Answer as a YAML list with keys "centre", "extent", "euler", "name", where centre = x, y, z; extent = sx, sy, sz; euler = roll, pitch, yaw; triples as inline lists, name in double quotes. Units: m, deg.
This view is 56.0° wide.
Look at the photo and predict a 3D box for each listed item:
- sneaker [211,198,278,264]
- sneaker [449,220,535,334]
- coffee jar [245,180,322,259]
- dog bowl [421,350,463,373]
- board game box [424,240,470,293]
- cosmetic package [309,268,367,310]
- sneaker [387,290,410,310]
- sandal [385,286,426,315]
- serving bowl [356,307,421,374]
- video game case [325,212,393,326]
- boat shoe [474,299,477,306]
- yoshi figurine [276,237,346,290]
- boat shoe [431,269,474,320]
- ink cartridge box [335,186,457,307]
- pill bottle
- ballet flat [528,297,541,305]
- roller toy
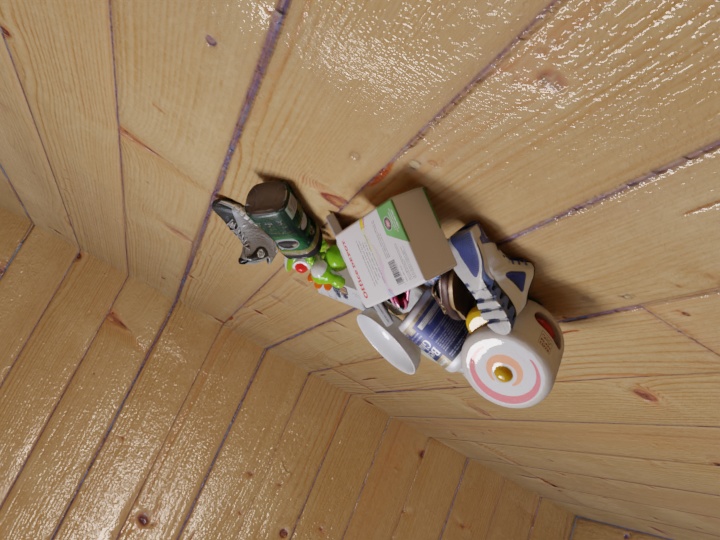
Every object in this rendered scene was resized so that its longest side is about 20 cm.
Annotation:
- centre: [-0.284, -0.080, 1.624]
  extent: [0.197, 0.118, 0.075]
  euler: [29, 162, -12]
  name: "sneaker"
- centre: [0.240, -0.003, 1.195]
  extent: [0.080, 0.114, 0.203]
  euler: [-9, 112, 56]
  name: "sneaker"
- centre: [-0.156, -0.101, 1.432]
  extent: [0.102, 0.087, 0.201]
  euler: [-4, 151, 20]
  name: "coffee jar"
- centre: [0.233, 0.185, 1.710]
  extent: [0.196, 0.080, 0.201]
  euler: [24, 162, 8]
  name: "dog bowl"
- centre: [0.182, 0.004, 1.353]
  extent: [0.150, 0.037, 0.199]
  euler: [33, 162, -19]
  name: "board game box"
- centre: [-0.023, 0.045, 1.725]
  extent: [0.196, 0.053, 0.151]
  euler: [21, 164, 14]
  name: "cosmetic package"
- centre: [0.073, 0.041, 1.370]
  extent: [0.077, 0.098, 0.201]
  euler: [-14, 158, 1]
  name: "sneaker"
- centre: [0.110, 0.056, 1.580]
  extent: [0.083, 0.050, 0.202]
  euler: [47, 156, -10]
  name: "sandal"
- centre: [0.082, 0.163, 1.686]
  extent: [0.199, 0.066, 0.201]
  euler: [42, 162, 17]
  name: "serving bowl"
- centre: [0.000, 0.000, 1.420]
  extent: [0.203, 0.023, 0.182]
  euler: [63, -177, 32]
  name: "video game case"
- centre: [0.224, 0.135, 1.534]
  extent: [0.062, 0.073, 0.203]
  euler: [27, 141, 20]
  name: "boat shoe"
- centre: [-0.101, -0.043, 1.564]
  extent: [0.198, 0.112, 0.114]
  euler: [35, 125, 17]
  name: "yoshi figurine"
- centre: [0.170, 0.047, 1.307]
  extent: [0.069, 0.072, 0.201]
  euler: [13, 159, 23]
  name: "boat shoe"
- centre: [0.057, -0.036, 1.181]
  extent: [0.199, 0.083, 0.148]
  euler: [-28, 85, 56]
  name: "ink cartridge box"
- centre: [0.187, 0.143, 1.437]
  extent: [0.199, 0.112, 0.111]
  euler: [39, 163, 4]
  name: "pill bottle"
- centre: [0.357, 0.125, 1.403]
  extent: [0.067, 0.064, 0.200]
  euler: [11, 157, 33]
  name: "ballet flat"
- centre: [0.286, 0.156, 1.280]
  extent: [0.178, 0.140, 0.204]
  euler: [14, 127, 22]
  name: "roller toy"
